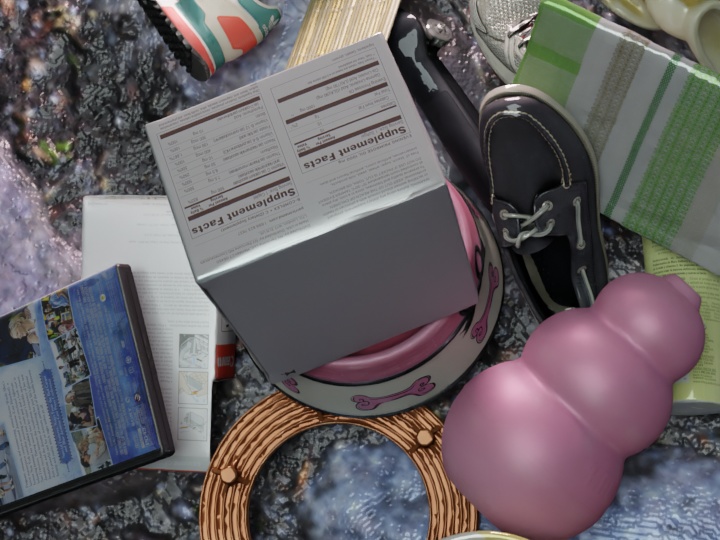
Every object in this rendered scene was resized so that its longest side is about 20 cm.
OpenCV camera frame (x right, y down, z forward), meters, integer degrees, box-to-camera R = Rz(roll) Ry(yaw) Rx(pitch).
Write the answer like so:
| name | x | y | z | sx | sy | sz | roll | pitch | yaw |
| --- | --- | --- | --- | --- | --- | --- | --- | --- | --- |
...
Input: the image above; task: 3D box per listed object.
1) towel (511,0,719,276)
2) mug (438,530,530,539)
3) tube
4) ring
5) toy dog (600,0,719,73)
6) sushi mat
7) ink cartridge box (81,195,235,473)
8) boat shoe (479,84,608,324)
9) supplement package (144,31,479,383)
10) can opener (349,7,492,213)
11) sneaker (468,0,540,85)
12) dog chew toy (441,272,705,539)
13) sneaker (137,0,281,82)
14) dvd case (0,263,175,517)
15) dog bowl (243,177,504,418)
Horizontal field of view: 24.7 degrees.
| name | x | y | z | sx | sy | sz | roll | pitch | yaw |
| --- | --- | --- | --- | --- | --- | --- | --- | --- | --- |
| towel | 0.192 | -0.088 | 1.083 | 0.200 | 0.149 | 0.031 | 29 | 48 | 10 |
| mug | 0.110 | 0.249 | 1.074 | 0.186 | 0.153 | 0.150 | 6 | 81 | 13 |
| tube | 0.229 | 0.000 | 1.148 | 0.058 | 0.052 | 0.200 | 9 | 73 | -26 |
| ring | -0.016 | 0.172 | 1.165 | 0.200 | 0.019 | 0.201 | 0 | 77 | 2 |
| toy dog | 0.194 | -0.238 | 1.132 | 0.200 | 0.194 | 0.140 | 42 | 107 | 48 |
| sushi mat | -0.019 | -0.157 | 1.192 | 0.096 | 0.012 | 0.200 | -5 | 56 | 37 |
| ink cartridge box | -0.150 | 0.045 | 1.218 | 0.109 | 0.050 | 0.201 | 2 | 90 | 13 |
| boat shoe | 0.125 | -0.033 | 1.099 | 0.073 | 0.200 | 0.063 | -6 | 41 | 21 |
| supplement package | -0.023 | -0.031 | 1.033 | 0.155 | 0.200 | 0.111 | -21 | 68 | 1 |
| can opener | 0.063 | -0.113 | 1.194 | 0.079 | 0.063 | 0.200 | -46 | 70 | 24 |
| sneaker | 0.153 | -0.150 | 1.164 | 0.078 | 0.082 | 0.200 | -44 | 65 | -5 |
| dog chew toy | 0.148 | 0.084 | 1.084 | 0.200 | 0.125 | 0.125 | -47 | 74 | 4 |
| sneaker | -0.136 | -0.244 | 1.268 | 0.093 | 0.070 | 0.200 | -30 | 73 | -11 |
| dvd case | -0.229 | 0.094 | 1.209 | 0.200 | 0.018 | 0.143 | -22 | 78 | 31 |
| dog bowl | 0.000 | 0.000 | 1.165 | 0.200 | 0.074 | 0.201 | -3 | 70 | 9 |
